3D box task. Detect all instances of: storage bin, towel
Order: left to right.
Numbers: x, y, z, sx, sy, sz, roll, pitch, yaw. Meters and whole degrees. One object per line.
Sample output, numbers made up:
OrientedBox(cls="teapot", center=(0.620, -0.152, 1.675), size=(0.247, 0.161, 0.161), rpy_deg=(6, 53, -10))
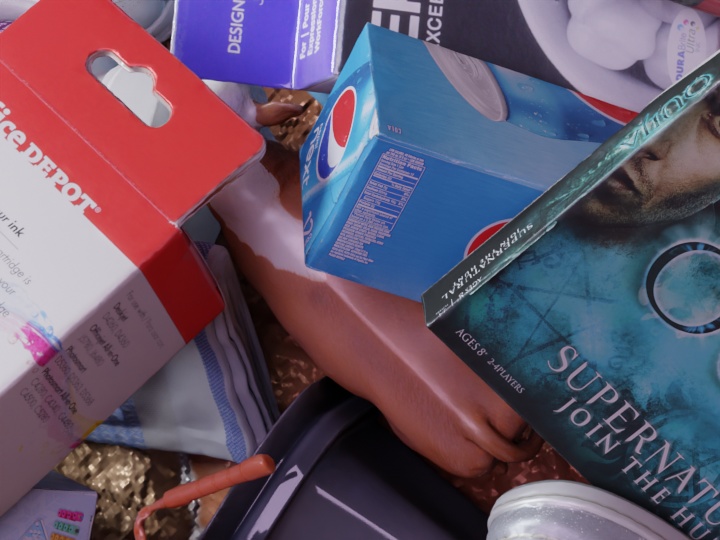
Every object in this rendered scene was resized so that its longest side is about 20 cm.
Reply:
OrientedBox(cls="towel", center=(-0.133, 0.024, 0.948), size=(0.200, 0.147, 0.024), rpy_deg=(8, 57, 14))
OrientedBox(cls="storage bin", center=(-0.012, 0.158, 0.913), size=(0.134, 0.146, 0.200), rpy_deg=(33, 99, 7))

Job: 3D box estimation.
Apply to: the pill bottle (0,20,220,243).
OrientedBox(cls="pill bottle", center=(-0.159, -0.046, 0.978), size=(0.200, 0.112, 0.113), rpy_deg=(3, 89, 20))

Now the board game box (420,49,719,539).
OrientedBox(cls="board game box", center=(0.136, 0.035, 0.819), size=(0.135, 0.028, 0.200), rpy_deg=(-41, 112, 15))

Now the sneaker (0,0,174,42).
OrientedBox(cls="sneaker", center=(-0.174, -0.133, 1.000), size=(0.200, 0.088, 0.075), rpy_deg=(5, 91, 20))

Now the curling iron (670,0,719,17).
OrientedBox(cls="curling iron", center=(0.074, -0.124, 0.857), size=(0.200, 0.026, 0.050), rpy_deg=(12, 58, -4))

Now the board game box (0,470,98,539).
OrientedBox(cls="board game box", center=(-0.166, 0.167, 0.943), size=(0.043, 0.200, 0.199), rpy_deg=(9, 90, -25))

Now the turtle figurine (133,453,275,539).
OrientedBox(cls="turtle figurine", center=(-0.087, 0.163, 0.817), size=(0.200, 0.064, 0.161), rpy_deg=(-31, 94, -3))

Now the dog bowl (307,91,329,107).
OrientedBox(cls="dog bowl", center=(0.014, -0.106, 0.953), size=(0.200, 0.050, 0.112), rpy_deg=(43, 102, 15))

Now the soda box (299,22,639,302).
OrientedBox(cls="soda box", center=(0.081, -0.017, 0.852), size=(0.200, 0.068, 0.064), rpy_deg=(17, 126, -17))

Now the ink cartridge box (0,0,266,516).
OrientedBox(cls="ink cartridge box", center=(-0.131, 0.005, 0.837), size=(0.200, 0.067, 0.116), rpy_deg=(-42, 63, -10))

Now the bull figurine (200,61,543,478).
OrientedBox(cls="bull figurine", center=(0.000, 0.000, 0.915), size=(0.065, 0.121, 0.200), rpy_deg=(-42, 76, 13))

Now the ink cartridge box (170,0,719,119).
OrientedBox(cls="ink cartridge box", center=(0.038, -0.156, 0.888), size=(0.200, 0.043, 0.199), rpy_deg=(6, 79, -9))

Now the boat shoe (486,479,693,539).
OrientedBox(cls="boat shoe", center=(0.109, 0.159, 0.835), size=(0.074, 0.065, 0.202), rpy_deg=(-22, 110, 39))
